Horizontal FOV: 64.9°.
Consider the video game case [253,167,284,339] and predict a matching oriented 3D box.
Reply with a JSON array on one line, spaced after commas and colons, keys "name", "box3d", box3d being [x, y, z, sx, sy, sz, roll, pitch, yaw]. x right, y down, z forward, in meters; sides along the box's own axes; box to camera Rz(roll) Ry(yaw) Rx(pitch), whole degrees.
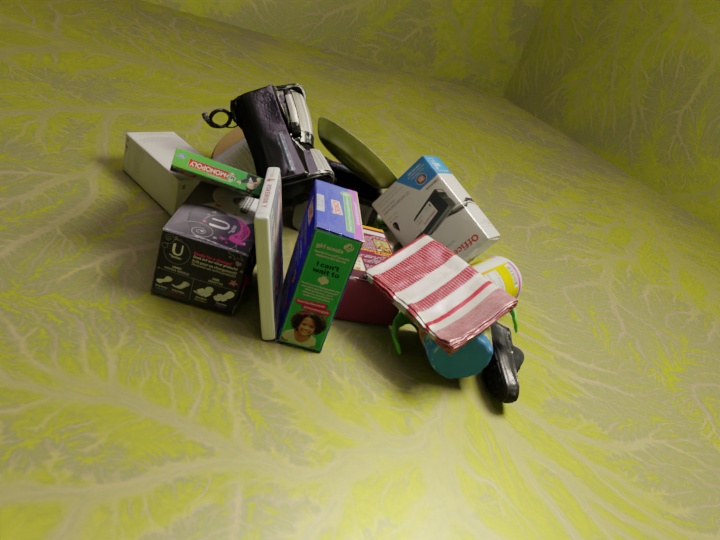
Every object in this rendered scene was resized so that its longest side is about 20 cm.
[{"name": "video game case", "box3d": [-0.134, -0.030, 0.853, 0.023, 0.200, 0.182, 0, 31, -3]}]

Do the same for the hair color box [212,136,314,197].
[{"name": "hair color box", "box3d": [-0.200, -0.225, 1.150, 0.200, 0.061, 0.100, -37, 70, -8]}]

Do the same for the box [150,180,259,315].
[{"name": "box", "box3d": [-0.228, -0.043, 0.899, 0.132, 0.115, 0.200, 17, 29, -7]}]

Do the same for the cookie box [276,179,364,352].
[{"name": "cookie box", "box3d": [-0.064, -0.010, 0.861, 0.075, 0.200, 0.171, 14, 29, -12]}]

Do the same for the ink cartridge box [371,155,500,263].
[{"name": "ink cartridge box", "box3d": [0.142, -0.095, 1.073, 0.200, 0.145, 0.084, 54, 26, 12]}]

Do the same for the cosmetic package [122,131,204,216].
[{"name": "cosmetic package", "box3d": [-0.362, -0.190, 1.095, 0.108, 0.085, 0.200, -14, 45, -45]}]

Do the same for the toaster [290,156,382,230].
[{"name": "toaster", "box3d": [-0.044, -0.153, 1.206, 0.200, 0.119, 0.181, 16, 30, -9]}]

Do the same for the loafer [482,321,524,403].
[{"name": "loafer", "box3d": [0.238, 0.144, 0.933, 0.070, 0.068, 0.201, 10, 26, -3]}]

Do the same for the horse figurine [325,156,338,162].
[{"name": "horse figurine", "box3d": [-0.049, -0.236, 1.411, 0.132, 0.050, 0.200, 16, 20, -36]}]

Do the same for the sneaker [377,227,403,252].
[{"name": "sneaker", "box3d": [0.064, -0.055, 1.174, 0.080, 0.071, 0.200, 19, 21, 13]}]

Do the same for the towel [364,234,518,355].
[{"name": "towel", "box3d": [0.119, 0.026, 0.869, 0.144, 0.023, 0.200, -31, 53, -25]}]

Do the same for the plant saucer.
[{"name": "plant saucer", "box3d": [-0.012, -0.219, 1.102, 0.200, 0.031, 0.200, 39, -2, 1]}]

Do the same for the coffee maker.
[{"name": "coffee maker", "box3d": [-0.164, -0.220, 1.052, 0.135, 0.192, 0.200, 42, 28, -70]}]

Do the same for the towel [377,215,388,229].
[{"name": "towel", "box3d": [0.109, -0.138, 1.243, 0.149, 0.031, 0.200, -15, 21, 8]}]

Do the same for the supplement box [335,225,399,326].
[{"name": "supplement box", "box3d": [0.000, 0.000, 1.006, 0.110, 0.086, 0.200, 10, 30, -19]}]

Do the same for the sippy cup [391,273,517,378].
[{"name": "sippy cup", "box3d": [0.149, 0.095, 0.898, 0.140, 0.178, 0.130, 35, 27, -26]}]

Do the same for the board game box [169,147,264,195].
[{"name": "board game box", "box3d": [-0.240, -0.158, 0.925, 0.134, 0.029, 0.200, 17, 2, -20]}]

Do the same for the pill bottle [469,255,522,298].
[{"name": "pill bottle", "box3d": [0.218, 0.039, 1.065, 0.104, 0.104, 0.200, 37, 33, 27]}]

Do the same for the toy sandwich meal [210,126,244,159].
[{"name": "toy sandwich meal", "box3d": [-0.226, -0.235, 1.234, 0.205, 0.070, 0.205, -4, 64, 8]}]
